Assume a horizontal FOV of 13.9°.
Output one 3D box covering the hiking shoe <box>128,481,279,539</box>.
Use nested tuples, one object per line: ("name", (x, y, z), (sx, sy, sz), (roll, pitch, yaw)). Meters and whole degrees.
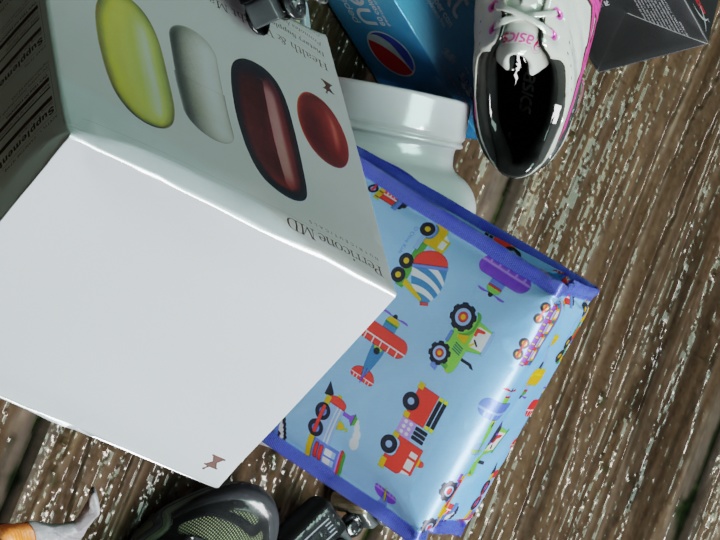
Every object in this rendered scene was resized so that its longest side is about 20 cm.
("hiking shoe", (-0.098, 0.194, 1.564), (0.200, 0.100, 0.076), (-46, 125, -25))

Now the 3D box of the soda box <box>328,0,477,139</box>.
("soda box", (0.020, -0.168, 1.629), (0.068, 0.064, 0.200), (-50, 126, -24))

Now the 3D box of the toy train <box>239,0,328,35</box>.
("toy train", (-0.012, -0.167, 1.489), (0.046, 0.034, 0.200), (64, 31, -9))

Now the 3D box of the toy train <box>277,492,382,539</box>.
("toy train", (0.013, 0.113, 1.685), (0.200, 0.034, 0.046), (-43, 112, -26))

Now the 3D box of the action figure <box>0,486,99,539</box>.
("action figure", (-0.207, 0.207, 1.446), (0.192, 0.105, 0.201), (-11, 70, -9))

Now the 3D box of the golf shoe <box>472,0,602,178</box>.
("golf shoe", (0.096, -0.146, 1.565), (0.092, 0.072, 0.201), (-78, 170, -65))

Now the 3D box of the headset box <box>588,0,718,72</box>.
("headset box", (0.153, -0.237, 1.688), (0.149, 0.075, 0.201), (55, 36, -33))

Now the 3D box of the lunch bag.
("lunch bag", (-0.005, 0.023, 1.514), (0.151, 0.199, 0.094), (-60, 165, 7))

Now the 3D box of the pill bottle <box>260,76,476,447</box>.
("pill bottle", (0.000, 0.000, 1.606), (0.112, 0.112, 0.201), (9, 92, -41))

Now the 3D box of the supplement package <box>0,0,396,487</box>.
("supplement package", (-0.113, -0.042, 1.401), (0.191, 0.201, 0.147), (26, 122, -32))

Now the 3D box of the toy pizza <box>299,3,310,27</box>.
("toy pizza", (-0.098, -0.111, 1.558), (0.199, 0.032, 0.202), (-8, 103, -40))
